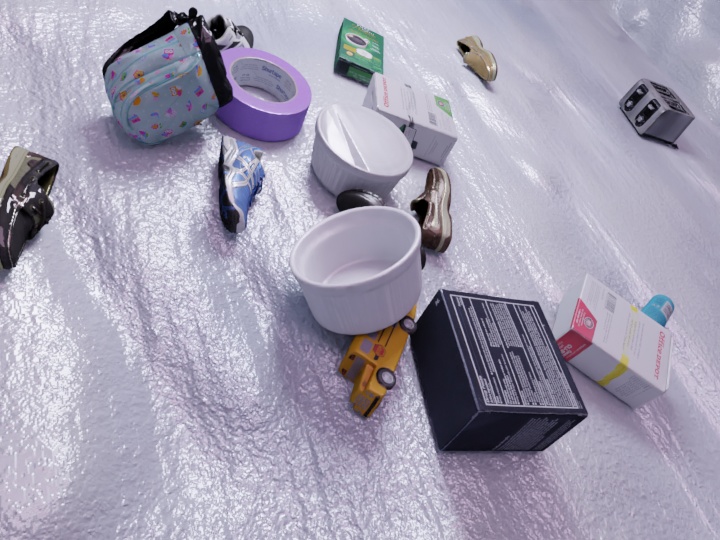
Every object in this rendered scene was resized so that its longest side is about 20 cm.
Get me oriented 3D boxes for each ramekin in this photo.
[{"bbox_3d":[-0.005,-0.217,1.075,0.196,0.095,0.207,16,46,-17],"label":"ramekin"},{"bbox_3d":[0.000,0.000,0.828,0.193,0.100,0.203,-11,33,7],"label":"ramekin"}]

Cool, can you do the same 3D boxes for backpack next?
[{"bbox_3d":[-0.315,-0.303,0.918,0.196,0.169,0.128,-28,60,-12],"label":"backpack"}]

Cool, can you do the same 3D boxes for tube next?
[{"bbox_3d":[0.589,0.118,1.160,0.077,0.051,0.198,45,51,17],"label":"tube"}]

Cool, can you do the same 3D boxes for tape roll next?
[{"bbox_3d":[-0.195,-0.346,1.101,0.194,0.066,0.205,16,47,-17],"label":"tape roll"}]

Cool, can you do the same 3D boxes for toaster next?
[{"bbox_3d":[1.015,-0.537,1.921,0.194,0.120,0.185,8,49,-23],"label":"toaster"}]

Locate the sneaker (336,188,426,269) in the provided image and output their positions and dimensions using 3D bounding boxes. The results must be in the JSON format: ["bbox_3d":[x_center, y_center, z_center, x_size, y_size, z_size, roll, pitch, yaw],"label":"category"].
[{"bbox_3d":[0.023,-0.061,0.974,0.199,0.077,0.090,43,52,15],"label":"sneaker"}]

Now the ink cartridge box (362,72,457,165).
[{"bbox_3d":[0.106,-0.336,1.249,0.194,0.085,0.149,15,46,-17],"label":"ink cartridge box"}]

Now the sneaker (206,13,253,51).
[{"bbox_3d":[-0.275,-0.486,1.162,0.073,0.090,0.201,31,42,2],"label":"sneaker"}]

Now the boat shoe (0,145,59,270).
[{"bbox_3d":[-0.434,-0.086,0.732,0.064,0.073,0.205,2,47,-21],"label":"boat shoe"}]

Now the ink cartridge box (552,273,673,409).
[{"bbox_3d":[0.460,0.130,1.035,0.197,0.084,0.146,35,51,2],"label":"ink cartridge box"}]

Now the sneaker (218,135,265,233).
[{"bbox_3d":[-0.192,-0.145,0.917,0.074,0.077,0.205,5,51,-19],"label":"sneaker"}]

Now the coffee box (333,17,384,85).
[{"bbox_3d":[-0.001,-0.540,1.396,0.119,0.044,0.205,17,46,-17],"label":"coffee box"}]

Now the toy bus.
[{"bbox_3d":[0.027,0.110,0.828,0.077,0.066,0.202,30,44,-1],"label":"toy bus"}]

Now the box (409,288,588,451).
[{"bbox_3d":[0.197,0.151,0.846,0.192,0.125,0.204,9,46,-24],"label":"box"}]

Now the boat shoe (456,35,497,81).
[{"bbox_3d":[0.334,-0.618,1.650,0.073,0.073,0.203,-6,47,-15],"label":"boat shoe"}]

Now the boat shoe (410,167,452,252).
[{"bbox_3d":[0.134,-0.131,1.096,0.072,0.076,0.207,12,47,-11],"label":"boat shoe"}]
